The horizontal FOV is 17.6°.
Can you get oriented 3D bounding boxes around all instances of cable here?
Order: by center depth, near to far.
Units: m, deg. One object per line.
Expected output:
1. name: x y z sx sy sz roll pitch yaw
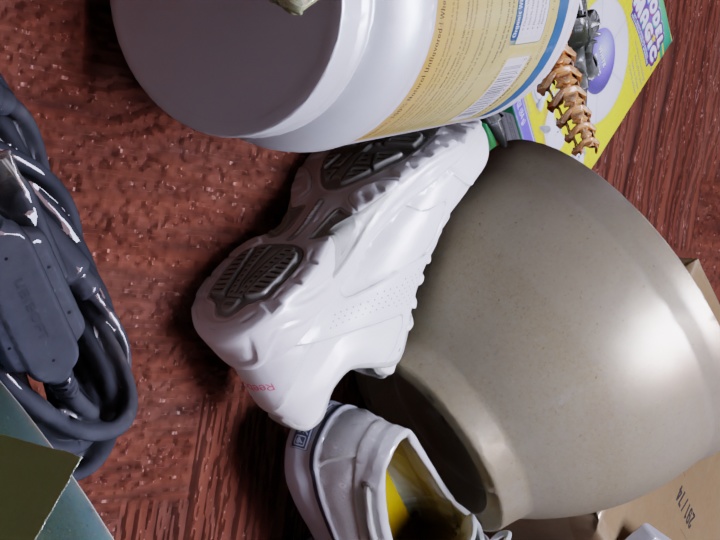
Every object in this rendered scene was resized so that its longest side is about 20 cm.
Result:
1. cable: -0.136 -0.012 0.893 0.164 0.051 0.200 -111 180 -45

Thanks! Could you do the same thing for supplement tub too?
1. supplement tub: -0.004 -0.130 1.041 0.200 0.144 0.145 -16 113 -56

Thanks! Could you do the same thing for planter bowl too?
1. planter bowl: 0.083 0.052 1.218 0.135 0.200 0.201 -37 133 -18

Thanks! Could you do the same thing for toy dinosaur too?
1. toy dinosaur: 0.070 -0.138 1.169 0.136 0.102 0.201 80 11 -56

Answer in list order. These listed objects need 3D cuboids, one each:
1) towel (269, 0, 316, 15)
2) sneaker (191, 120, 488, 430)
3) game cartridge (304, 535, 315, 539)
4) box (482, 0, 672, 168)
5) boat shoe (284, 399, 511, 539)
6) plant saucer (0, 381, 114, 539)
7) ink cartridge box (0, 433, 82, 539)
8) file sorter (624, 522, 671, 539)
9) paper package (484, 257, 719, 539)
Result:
1. towel: -0.054 -0.183 0.912 0.148 0.200 0.037 -38 162 -48
2. sneaker: 0.000 0.000 1.148 0.200 0.078 0.100 -45 126 -30
3. game cartridge: -0.007 0.229 1.255 0.133 0.040 0.201 -19 116 -51
4. box: 0.123 -0.131 1.343 0.200 0.048 0.118 -58 143 -33
5. boat shoe: 0.035 0.142 1.181 0.075 0.086 0.202 -57 141 -33
6. plant saucer: -0.133 0.099 0.871 0.027 0.200 0.201 -34 131 -20
7. ink cartridge box: -0.206 0.084 0.725 0.146 0.199 0.048 -62 145 -26
8. file sorter: 0.151 0.273 1.337 0.200 0.125 0.139 -43 139 10
9. paper package: 0.159 0.108 1.420 0.200 0.103 0.191 53 55 -50
